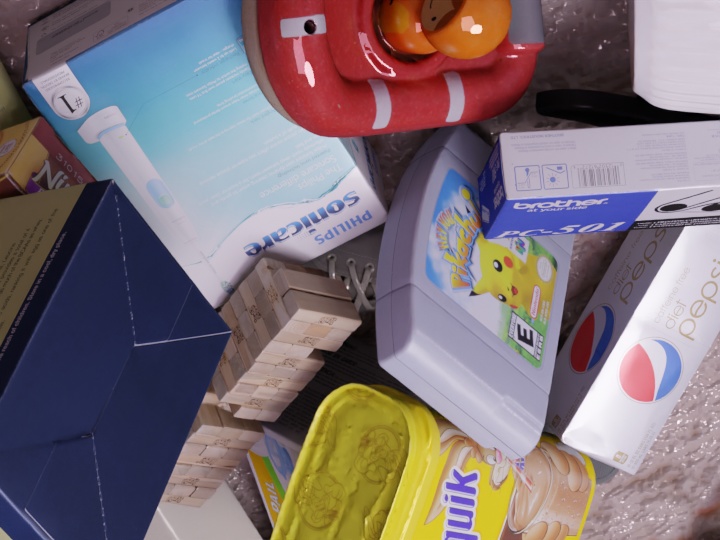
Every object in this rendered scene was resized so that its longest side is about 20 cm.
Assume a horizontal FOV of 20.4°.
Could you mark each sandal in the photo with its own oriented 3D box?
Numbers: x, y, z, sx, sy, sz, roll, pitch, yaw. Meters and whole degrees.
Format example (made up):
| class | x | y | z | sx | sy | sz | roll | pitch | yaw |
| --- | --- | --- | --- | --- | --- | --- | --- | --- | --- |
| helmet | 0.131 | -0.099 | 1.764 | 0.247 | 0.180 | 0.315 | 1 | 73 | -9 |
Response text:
| class | x | y | z | sx | sy | sz | roll | pitch | yaw |
| --- | --- | --- | --- | --- | --- | --- | --- | --- | --- |
| sandal | 0.208 | -0.105 | 1.267 | 0.200 | 0.075 | 0.045 | 10 | 85 | -19 |

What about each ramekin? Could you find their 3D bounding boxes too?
| class | x | y | z | sx | sy | sz | roll | pitch | yaw |
| --- | --- | --- | --- | --- | --- | --- | --- | --- | --- |
| ramekin | 0.205 | -0.182 | 1.145 | 0.105 | 0.200 | 0.200 | -1 | 123 | 7 |

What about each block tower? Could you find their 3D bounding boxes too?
| class | x | y | z | sx | sy | sz | roll | pitch | yaw |
| --- | --- | --- | --- | --- | --- | --- | --- | --- | --- |
| block tower | -0.082 | 0.074 | 1.277 | 0.058 | 0.054 | 0.200 | 13 | 130 | -41 |

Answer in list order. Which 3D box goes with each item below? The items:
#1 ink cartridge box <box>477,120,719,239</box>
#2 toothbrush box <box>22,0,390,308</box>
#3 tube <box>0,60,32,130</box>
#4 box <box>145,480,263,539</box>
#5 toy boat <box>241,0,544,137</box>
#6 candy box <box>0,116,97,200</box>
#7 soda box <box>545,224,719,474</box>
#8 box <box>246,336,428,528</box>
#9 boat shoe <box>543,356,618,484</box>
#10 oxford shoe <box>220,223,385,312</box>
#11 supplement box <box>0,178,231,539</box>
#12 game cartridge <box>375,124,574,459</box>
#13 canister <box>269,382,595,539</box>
| class | x | y | z | sx | sy | sz | roll | pitch | yaw |
| --- | --- | --- | --- | --- | --- | --- | --- | --- | --- |
| ink cartridge box | 0.177 | -0.056 | 1.211 | 0.200 | 0.044 | 0.094 | -3 | 167 | -5 |
| toothbrush box | -0.092 | -0.090 | 1.236 | 0.146 | 0.085 | 0.200 | -28 | 121 | 12 |
| tube | -0.223 | -0.069 | 1.262 | 0.058 | 0.052 | 0.200 | 13 | 138 | 35 |
| box | -0.102 | 0.226 | 1.408 | 0.082 | 0.068 | 0.200 | -14 | 113 | 41 |
| toy boat | 0.035 | -0.145 | 1.145 | 0.200 | 0.131 | 0.131 | -10 | 97 | -32 |
| candy box | -0.239 | -0.016 | 1.240 | 0.200 | 0.056 | 0.117 | -16 | 127 | 36 |
| soda box | 0.194 | 0.028 | 1.320 | 0.064 | 0.068 | 0.200 | 25 | 100 | -20 |
| box | 0.006 | 0.160 | 1.372 | 0.101 | 0.112 | 0.200 | -37 | 127 | -27 |
| boat shoe | 0.109 | 0.082 | 1.388 | 0.202 | 0.065 | 0.074 | 30 | 96 | -28 |
| oxford shoe | 0.000 | 0.000 | 1.321 | 0.200 | 0.058 | 0.075 | -7 | 126 | 1 |
| supplement box | -0.215 | 0.075 | 1.129 | 0.200 | 0.200 | 0.134 | -8 | 133 | 32 |
| game cartridge | 0.071 | 0.004 | 1.247 | 0.133 | 0.200 | 0.040 | 36 | 134 | -24 |
| canister | 0.050 | 0.158 | 1.273 | 0.200 | 0.087 | 0.149 | 16 | 95 | -47 |
